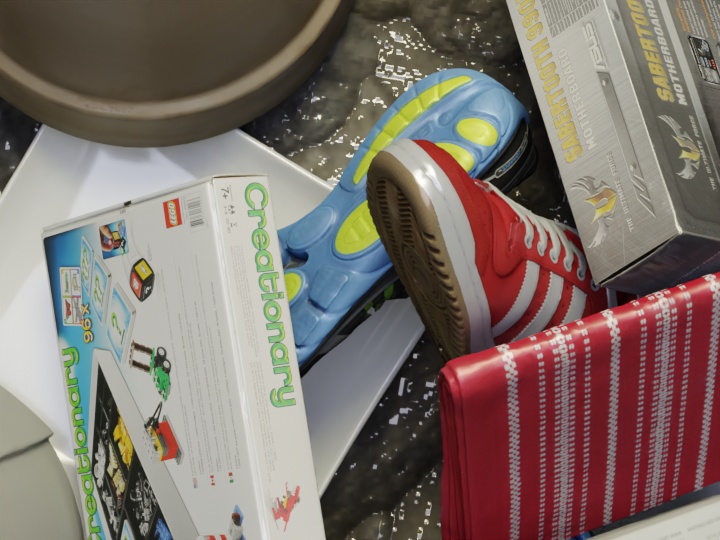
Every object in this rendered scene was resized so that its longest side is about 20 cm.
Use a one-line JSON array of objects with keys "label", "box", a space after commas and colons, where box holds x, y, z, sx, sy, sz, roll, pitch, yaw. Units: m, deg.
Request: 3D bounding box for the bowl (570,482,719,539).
[{"label": "bowl", "box": [0.174, 0.072, 1.077, 0.199, 0.039, 0.202, 0, 85, 1]}]

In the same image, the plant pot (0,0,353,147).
[{"label": "plant pot", "box": [-0.096, -0.173, 1.024, 0.199, 0.174, 0.201, 1, 74, -2]}]

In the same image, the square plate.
[{"label": "square plate", "box": [-0.088, 0.032, 1.090, 0.198, 0.028, 0.201, 31, 86, 4]}]

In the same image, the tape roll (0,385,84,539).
[{"label": "tape roll", "box": [-0.227, 0.132, 1.012, 0.201, 0.139, 0.204, 0, 92, 8]}]

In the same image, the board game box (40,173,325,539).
[{"label": "board game box", "box": [-0.074, 0.069, 1.015, 0.034, 0.126, 0.201, -6, 85, -42]}]

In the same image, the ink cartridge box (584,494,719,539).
[{"label": "ink cartridge box", "box": [0.130, 0.202, 0.972, 0.050, 0.162, 0.201, -21, 83, 42]}]

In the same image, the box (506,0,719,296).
[{"label": "box", "box": [0.137, -0.082, 1.014, 0.048, 0.158, 0.201, -34, 61, 37]}]

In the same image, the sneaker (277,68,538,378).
[{"label": "sneaker", "box": [0.000, 0.000, 1.041, 0.199, 0.083, 0.071, -42, 55, 10]}]

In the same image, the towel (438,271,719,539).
[{"label": "towel", "box": [0.125, 0.050, 0.985, 0.199, 0.145, 0.023, -19, 54, -10]}]

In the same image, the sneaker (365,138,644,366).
[{"label": "sneaker", "box": [0.078, -0.004, 0.986, 0.112, 0.200, 0.071, -33, 48, -6]}]
